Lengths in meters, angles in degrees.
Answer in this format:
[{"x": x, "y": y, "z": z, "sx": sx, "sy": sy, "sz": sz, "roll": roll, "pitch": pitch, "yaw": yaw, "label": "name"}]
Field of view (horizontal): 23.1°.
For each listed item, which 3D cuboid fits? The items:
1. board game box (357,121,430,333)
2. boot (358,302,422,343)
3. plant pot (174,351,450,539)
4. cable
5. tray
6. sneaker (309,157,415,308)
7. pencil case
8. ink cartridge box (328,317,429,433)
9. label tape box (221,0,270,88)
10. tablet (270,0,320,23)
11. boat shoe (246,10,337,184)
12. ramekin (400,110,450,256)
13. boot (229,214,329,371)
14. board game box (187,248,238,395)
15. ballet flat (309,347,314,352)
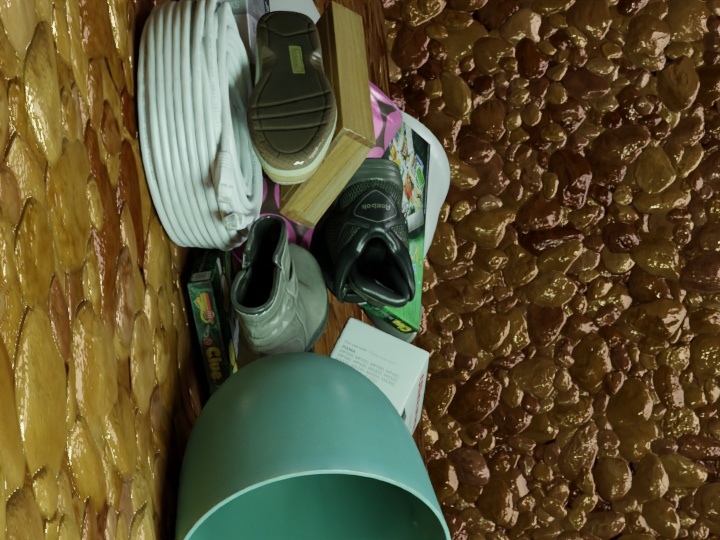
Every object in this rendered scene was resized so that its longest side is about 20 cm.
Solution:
[{"x": 0.029, "y": -0.051, "z": 1.692, "sx": 0.105, "sy": 0.023, "sz": 0.202, "roll": 37, "pitch": 52, "yaw": -52, "label": "board game box"}, {"x": -0.008, "y": 0.005, "z": 1.720, "sx": 0.182, "sy": 0.072, "sz": 0.201, "roll": -87, "pitch": 153, "yaw": -52, "label": "boot"}, {"x": -0.045, "y": 0.159, "z": 1.300, "sx": 0.162, "sy": 0.199, "sz": 0.202, "roll": -103, "pitch": 180, "yaw": -49, "label": "plant pot"}, {"x": -0.123, "y": -0.115, "z": 1.391, "sx": 0.200, "sy": 0.069, "sz": 0.202, "roll": 55, "pitch": 29, "yaw": -79, "label": "cable"}, {"x": -0.034, "y": -0.136, "z": 1.499, "sx": 0.099, "sy": 0.037, "sz": 0.201, "roll": -51, "pitch": -155, "yaw": 30, "label": "tray"}, {"x": 0.000, "y": 0.000, "z": 1.509, "sx": 0.200, "sy": 0.076, "sz": 0.115, "roll": 110, "pitch": -20, "yaw": -61, "label": "sneaker"}, {"x": -0.046, "y": -0.092, "z": 1.603, "sx": 0.094, "sy": 0.091, "sz": 0.201, "roll": 44, "pitch": 63, "yaw": -18, "label": "pencil case"}, {"x": -0.018, "y": 0.165, "z": 1.527, "sx": 0.146, "sy": 0.082, "sz": 0.201, "roll": 93, "pitch": 22, "yaw": -62, "label": "ink cartridge box"}, {"x": -0.118, "y": -0.220, "z": 1.569, "sx": 0.144, "sy": 0.063, "sz": 0.202, "roll": 15, "pitch": 69, "yaw": -84, "label": "label tape box"}, {"x": -0.055, "y": -0.207, "z": 1.742, "sx": 0.130, "sy": 0.014, "sz": 0.201, "roll": -2, "pitch": 59, "yaw": -50, "label": "tablet"}, {"x": -0.056, "y": -0.126, "z": 1.426, "sx": 0.201, "sy": 0.071, "sz": 0.077, "roll": -89, "pitch": -174, "yaw": -49, "label": "boat shoe"}, {"x": -0.010, "y": -0.073, "z": 1.831, "sx": 0.201, "sy": 0.199, "sz": 0.098, "roll": 77, "pitch": 17, "yaw": -45, "label": "ramekin"}, {"x": -0.063, "y": 0.007, "z": 1.400, "sx": 0.201, "sy": 0.067, "sz": 0.131, "roll": -82, "pitch": 173, "yaw": -52, "label": "boot"}, {"x": -0.109, "y": 0.080, "z": 1.464, "sx": 0.105, "sy": 0.023, "sz": 0.201, "roll": -78, "pitch": 161, "yaw": -65, "label": "board game box"}, {"x": -0.074, "y": 0.051, "z": 1.600, "sx": 0.201, "sy": 0.068, "sz": 0.069, "roll": -106, "pitch": 174, "yaw": -49, "label": "ballet flat"}]
